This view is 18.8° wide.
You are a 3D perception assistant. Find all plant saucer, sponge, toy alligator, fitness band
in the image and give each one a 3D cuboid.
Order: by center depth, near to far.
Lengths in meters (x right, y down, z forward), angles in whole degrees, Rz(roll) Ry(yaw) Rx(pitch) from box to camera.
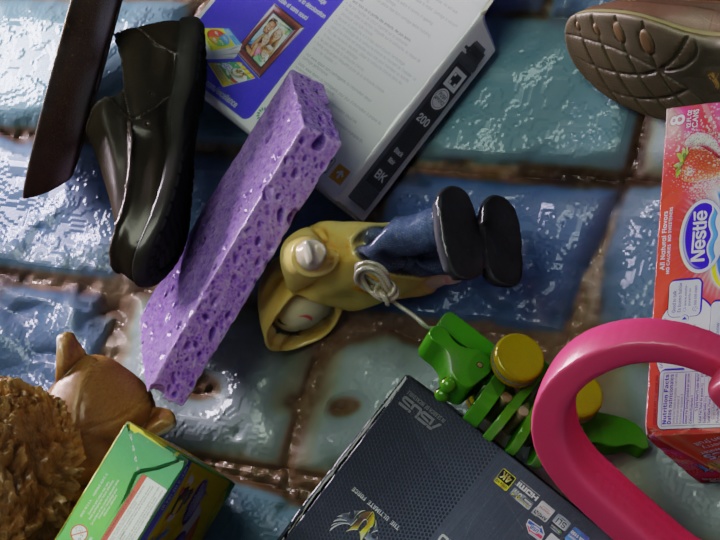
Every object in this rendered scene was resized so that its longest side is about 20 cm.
[{"bbox_3d":[0.181,0.105,1.144,0.143,0.200,0.037,-33,20,44],"label":"fitness band"},{"bbox_3d":[0.071,0.066,1.251,0.199,0.059,0.054,31,58,1],"label":"toy alligator"},{"bbox_3d":[-0.079,-0.023,1.376,0.200,0.030,0.112,-58,19,16],"label":"sponge"},{"bbox_3d":[-0.190,-0.142,1.484,0.032,0.200,0.201,16,73,-7],"label":"plant saucer"}]

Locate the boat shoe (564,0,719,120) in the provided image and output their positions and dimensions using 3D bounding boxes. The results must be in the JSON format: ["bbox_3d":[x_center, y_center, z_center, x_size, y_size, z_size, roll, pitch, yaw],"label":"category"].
[{"bbox_3d":[0.216,-0.133,1.310,0.199,0.072,0.068,11,41,41],"label":"boat shoe"}]

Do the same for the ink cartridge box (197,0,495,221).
[{"bbox_3d":[-0.008,-0.164,1.454,0.198,0.043,0.200,39,92,36],"label":"ink cartridge box"}]

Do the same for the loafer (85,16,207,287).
[{"bbox_3d":[-0.144,-0.077,1.414,0.071,0.073,0.201,4,56,3],"label":"loafer"}]

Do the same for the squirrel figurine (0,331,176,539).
[{"bbox_3d":[-0.200,0.131,1.339,0.141,0.200,0.187,40,80,10],"label":"squirrel figurine"}]

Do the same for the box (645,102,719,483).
[{"bbox_3d":[0.225,0.011,1.214,0.099,0.095,0.201,-5,66,27],"label":"box"}]

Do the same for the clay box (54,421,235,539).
[{"bbox_3d":[-0.131,0.159,1.302,0.047,0.200,0.115,30,85,11],"label":"clay box"}]

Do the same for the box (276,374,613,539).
[{"bbox_3d":[0.053,0.179,1.262,0.200,0.051,0.158,38,91,35],"label":"box"}]

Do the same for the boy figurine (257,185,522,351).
[{"bbox_3d":[0.000,0.000,1.334,0.199,0.124,0.065,-19,70,41],"label":"boy figurine"}]
